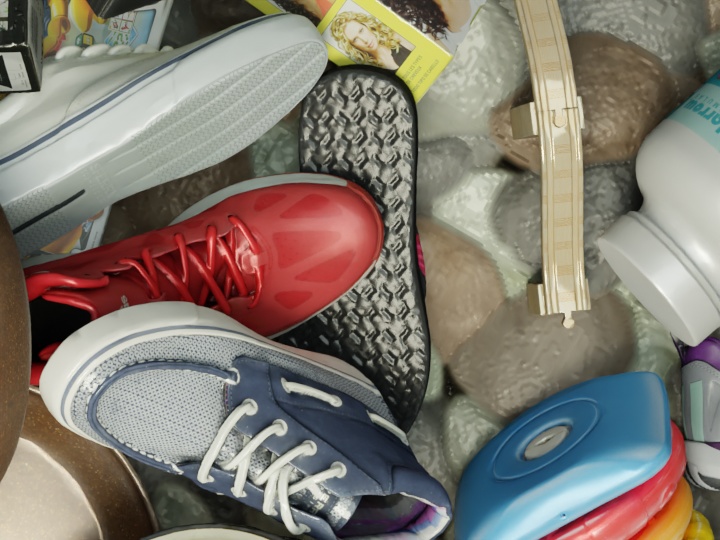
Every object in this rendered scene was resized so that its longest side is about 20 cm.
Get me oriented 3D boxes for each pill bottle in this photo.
[{"bbox_3d":[0.208,-0.056,1.248,0.200,0.111,0.111,-42,95,-5],"label":"pill bottle"}]

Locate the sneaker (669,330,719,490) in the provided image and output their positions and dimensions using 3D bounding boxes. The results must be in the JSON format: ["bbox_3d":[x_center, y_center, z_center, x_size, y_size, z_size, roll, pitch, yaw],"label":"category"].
[{"bbox_3d":[0.251,0.050,1.275,0.199,0.074,0.088,-9,87,-6],"label":"sneaker"}]

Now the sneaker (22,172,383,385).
[{"bbox_3d":[-0.083,0.015,1.173,0.200,0.116,0.079,-21,99,1],"label":"sneaker"}]

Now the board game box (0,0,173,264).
[{"bbox_3d":[-0.168,-0.080,1.242,0.126,0.035,0.200,16,89,-6],"label":"board game box"}]

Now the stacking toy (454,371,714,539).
[{"bbox_3d":[0.140,0.157,1.256,0.116,0.110,0.200,-31,106,14],"label":"stacking toy"}]

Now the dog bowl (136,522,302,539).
[{"bbox_3d":[-0.046,0.208,1.171,0.200,0.074,0.201,1,93,23],"label":"dog bowl"}]

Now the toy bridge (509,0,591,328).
[{"bbox_3d":[0.088,-0.072,1.256,0.027,0.067,0.201,-7,91,-6],"label":"toy bridge"}]

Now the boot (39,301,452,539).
[{"bbox_3d":[-0.043,0.073,1.145,0.200,0.090,0.073,11,119,-47],"label":"boot"}]

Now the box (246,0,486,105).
[{"bbox_3d":[-0.036,-0.163,1.234,0.200,0.050,0.075,34,44,-6],"label":"box"}]

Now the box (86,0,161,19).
[{"bbox_3d":[-0.076,-0.210,1.176,0.200,0.044,0.160,-23,74,-40],"label":"box"}]

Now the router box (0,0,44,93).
[{"bbox_3d":[-0.217,-0.177,1.187,0.149,0.051,0.200,-1,68,0],"label":"router box"}]

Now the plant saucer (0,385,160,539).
[{"bbox_3d":[-0.192,0.146,1.242,0.200,0.037,0.201,0,91,-7],"label":"plant saucer"}]

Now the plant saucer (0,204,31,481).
[{"bbox_3d":[-0.195,0.026,1.148,0.034,0.200,0.201,-4,91,-36],"label":"plant saucer"}]

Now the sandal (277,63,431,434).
[{"bbox_3d":[0.000,0.000,1.252,0.075,0.045,0.201,5,103,5],"label":"sandal"}]

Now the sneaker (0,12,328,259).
[{"bbox_3d":[-0.113,-0.075,1.193,0.200,0.073,0.071,-27,64,-8],"label":"sneaker"}]
